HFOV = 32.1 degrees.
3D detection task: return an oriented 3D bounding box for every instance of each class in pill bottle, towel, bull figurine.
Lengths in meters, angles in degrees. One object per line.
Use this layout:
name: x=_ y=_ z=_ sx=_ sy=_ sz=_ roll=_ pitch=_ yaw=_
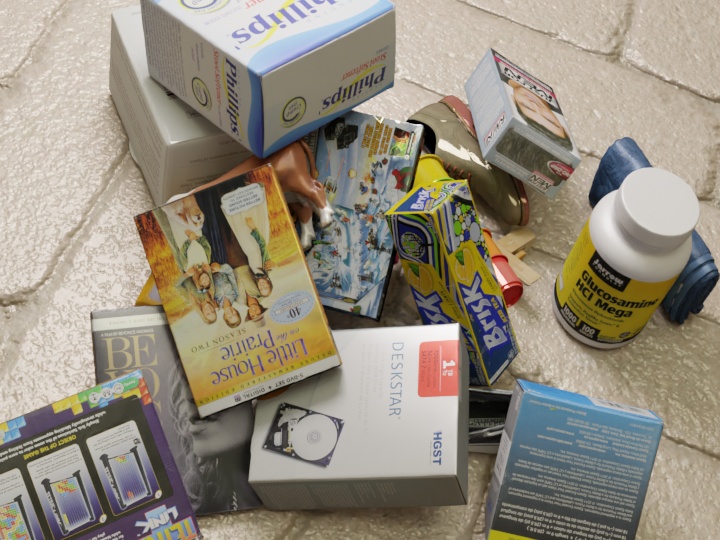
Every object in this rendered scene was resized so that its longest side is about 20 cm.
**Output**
pill bottle: x=0.282 y=-0.013 z=1.325 sx=0.110 sy=0.201 sz=0.114 roll=5 pitch=55 yaw=-8
towel: x=0.328 y=-0.046 z=1.411 sx=0.048 sy=0.112 sz=0.202 roll=-20 pitch=63 yaw=-13
bull figurine: x=-0.122 y=-0.049 z=1.232 sx=0.199 sy=0.065 sz=0.122 roll=-35 pitch=82 yaw=2

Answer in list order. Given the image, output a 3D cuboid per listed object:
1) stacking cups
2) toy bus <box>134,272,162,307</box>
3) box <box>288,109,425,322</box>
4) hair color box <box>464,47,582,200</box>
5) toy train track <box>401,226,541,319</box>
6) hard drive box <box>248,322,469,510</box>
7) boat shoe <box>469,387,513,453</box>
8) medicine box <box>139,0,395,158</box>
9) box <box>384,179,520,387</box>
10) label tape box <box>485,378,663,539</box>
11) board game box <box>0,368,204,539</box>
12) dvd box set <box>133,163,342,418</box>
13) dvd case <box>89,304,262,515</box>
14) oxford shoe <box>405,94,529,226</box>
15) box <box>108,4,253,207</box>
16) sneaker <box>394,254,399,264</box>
stacking cups: x=0.106 y=-0.039 z=1.354 sx=0.060 sy=0.061 sz=0.201 roll=-14 pitch=50 yaw=-20
toy bus: x=-0.174 y=0.015 z=1.288 sx=0.077 sy=0.065 sz=0.202 roll=21 pitch=55 yaw=3
box: x=-0.022 y=-0.062 z=1.273 sx=0.135 sy=0.040 sz=0.203 roll=14 pitch=83 yaw=9
hair color box: x=0.182 y=-0.171 z=1.431 sx=0.098 sy=0.061 sz=0.201 roll=28 pitch=27 yaw=-18
toy train track: x=0.119 y=0.008 z=1.370 sx=0.199 sy=0.033 sz=0.114 roll=-30 pitch=56 yaw=-35
hard drive box: x=0.003 y=0.140 z=1.193 sx=0.196 sy=0.077 sz=0.158 roll=-4 pitch=58 yaw=11
boat shoe: x=0.079 y=0.148 z=1.253 sx=0.196 sy=0.068 sz=0.073 roll=3 pitch=56 yaw=-10
medicine box: x=-0.092 y=-0.232 z=1.260 sx=0.181 sy=0.104 sz=0.199 roll=-32 pitch=52 yaw=-29
box: x=0.095 y=0.015 z=1.259 sx=0.064 sy=0.203 sz=0.070 roll=0 pitch=30 yaw=41
label tape box: x=0.198 y=0.223 z=1.218 sx=0.142 sy=0.063 sz=0.204 roll=13 pitch=95 yaw=-3
board game box: x=-0.260 y=0.202 z=1.112 sx=0.197 sy=0.057 sz=0.168 roll=-20 pitch=88 yaw=-22
dvd box set: x=-0.116 y=0.019 z=1.179 sx=0.144 sy=0.029 sz=0.203 roll=-19 pitch=85 yaw=3
dvd case: x=-0.175 y=0.132 z=1.190 sx=0.146 sy=0.016 sz=0.204 roll=-5 pitch=82 yaw=-15
oxford shoe: x=0.123 y=-0.117 z=1.445 sx=0.074 sy=0.071 sz=0.201 roll=-21 pitch=53 yaw=-20
box: x=-0.158 y=-0.189 z=1.387 sx=0.197 sy=0.131 sz=0.201 roll=-15 pitch=61 yaw=-22
sneaker: x=0.000 y=0.000 z=1.325 sx=0.197 sy=0.074 sz=0.089 roll=-17 pitch=75 yaw=-5
